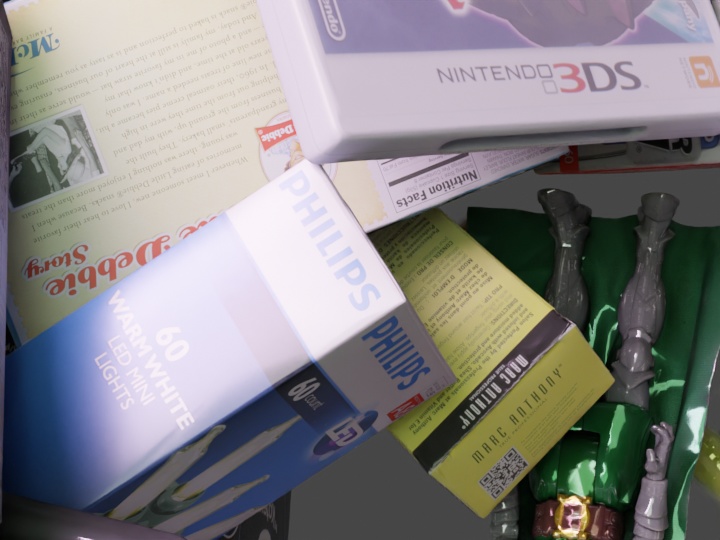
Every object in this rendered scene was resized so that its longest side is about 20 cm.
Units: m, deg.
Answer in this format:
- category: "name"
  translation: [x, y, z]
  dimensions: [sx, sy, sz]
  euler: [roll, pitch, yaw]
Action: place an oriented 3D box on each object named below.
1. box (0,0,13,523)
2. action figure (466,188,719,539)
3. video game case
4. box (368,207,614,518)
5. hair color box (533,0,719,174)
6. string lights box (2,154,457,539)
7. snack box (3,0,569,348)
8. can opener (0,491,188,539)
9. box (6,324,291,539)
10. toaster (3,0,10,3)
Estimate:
- category: "box"
  translation: [-0.182, -0.007, 0.584]
  dimensions: [0.157, 0.049, 0.201]
  euler: [-9, 48, 2]
- category: "action figure"
  translation: [0.084, 0.071, 0.760]
  dimensions: [0.117, 0.055, 0.202]
  euler: [1, 75, 20]
- category: "video game case"
  translation: [0.031, -0.134, 0.670]
  dimensions: [0.023, 0.181, 0.201]
  euler: [-34, 69, 49]
- category: "box"
  translation: [0.000, 0.000, 0.768]
  dimensions: [0.075, 0.050, 0.200]
  euler: [-46, 54, -3]
- category: "hair color box"
  translation: [0.154, -0.093, 0.724]
  dimensions: [0.199, 0.064, 0.112]
  euler: [-2, 92, 41]
- category: "string lights box"
  translation: [-0.074, 0.055, 0.643]
  dimensions: [0.199, 0.103, 0.059]
  euler: [-33, 70, 1]
- category: "snack box"
  translation: [-0.042, -0.057, 0.696]
  dimensions: [0.199, 0.037, 0.117]
  euler: [-21, 91, -7]
- category: "can opener"
  translation: [-0.143, 0.090, 0.575]
  dimensions: [0.199, 0.053, 0.067]
  euler: [12, 110, 15]
- category: "box"
  translation: [-0.089, 0.121, 0.747]
  dimensions: [0.105, 0.122, 0.202]
  euler: [1, 76, 11]
- category: "toaster"
  translation: [-0.158, -0.169, 0.797]
  dimensions: [0.118, 0.180, 0.202]
  euler: [-2, 72, 47]
